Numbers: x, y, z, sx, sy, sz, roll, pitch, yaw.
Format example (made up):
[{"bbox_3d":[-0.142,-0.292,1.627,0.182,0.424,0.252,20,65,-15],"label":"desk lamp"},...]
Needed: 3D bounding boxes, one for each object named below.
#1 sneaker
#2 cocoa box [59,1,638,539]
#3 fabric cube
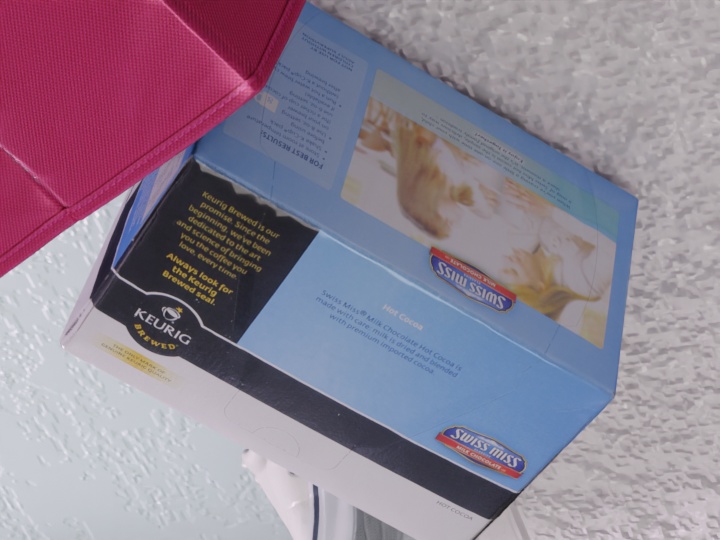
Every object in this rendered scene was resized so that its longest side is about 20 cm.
[{"bbox_3d":[-0.021,0.101,0.977,0.070,0.073,0.201,20,133,25],"label":"sneaker"},{"bbox_3d":[0.000,0.000,0.828,0.199,0.134,0.131,29,130,-12],"label":"cocoa box"},{"bbox_3d":[-0.142,-0.142,0.700,0.199,0.197,0.199,-31,116,34],"label":"fabric cube"}]
